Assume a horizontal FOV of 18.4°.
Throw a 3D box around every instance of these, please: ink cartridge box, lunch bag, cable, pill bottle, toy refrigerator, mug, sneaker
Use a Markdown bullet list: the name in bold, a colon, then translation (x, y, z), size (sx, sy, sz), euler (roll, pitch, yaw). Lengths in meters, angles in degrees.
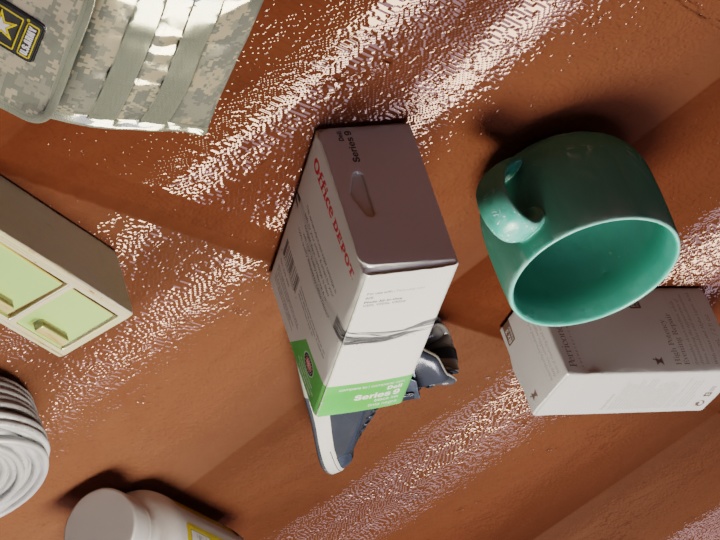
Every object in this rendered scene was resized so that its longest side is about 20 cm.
- **ink cartridge box**: translation (0.000, 0.000, 1.776), size (0.084, 0.146, 0.200), euler (-6, 146, -20)
- **lunch bag**: translation (-0.176, -0.179, 1.438), size (0.199, 0.118, 0.164), euler (4, 142, -23)
- **cable**: translation (-0.367, 0.160, 1.898), size (0.199, 0.069, 0.200), euler (-16, 149, -8)
- **pill bottle**: translation (-0.194, 0.274, 2.128), size (0.111, 0.112, 0.200), euler (-29, 147, 16)
- **toy refrigerator**: translation (-0.263, -0.006, 1.698), size (0.076, 0.070, 0.200), euler (-29, 148, 15)
- **mug**: translation (0.173, -0.051, 1.825), size (0.151, 0.115, 0.185), euler (-19, 148, 0)
- **sneaker**: translation (0.020, 0.112, 2.027), size (0.146, 0.077, 0.203), euler (-14, 147, -4)

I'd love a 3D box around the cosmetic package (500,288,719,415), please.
- **cosmetic package**: translation (0.241, 0.074, 2.070), size (0.199, 0.102, 0.074), euler (0, 143, -31)
